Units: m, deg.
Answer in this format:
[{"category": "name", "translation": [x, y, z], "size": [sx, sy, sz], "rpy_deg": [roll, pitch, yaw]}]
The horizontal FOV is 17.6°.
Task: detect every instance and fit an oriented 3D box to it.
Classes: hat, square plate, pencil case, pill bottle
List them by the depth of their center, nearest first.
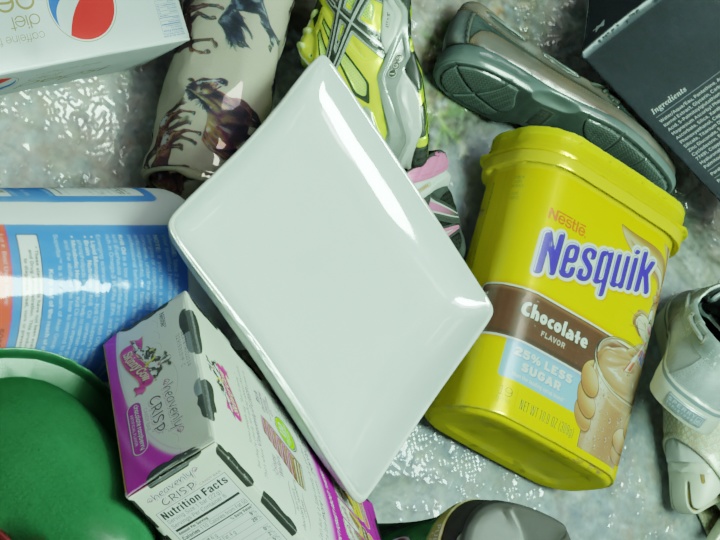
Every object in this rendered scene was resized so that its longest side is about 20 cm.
[{"category": "hat", "translation": [-0.132, 0.130, 1.171], "size": [0.165, 0.176, 0.201], "rpy_deg": [-32, 101, -31]}, {"category": "pill bottle", "translation": [-0.151, 0.009, 1.326], "size": [0.199, 0.112, 0.113], "rpy_deg": [-1, 80, -32]}, {"category": "square plate", "translation": [-0.018, 0.003, 1.358], "size": [0.199, 0.028, 0.200], "rpy_deg": [55, 41, -15]}, {"category": "pencil case", "translation": [-0.081, -0.130, 1.431], "size": [0.077, 0.090, 0.202], "rpy_deg": [11, 70, -2]}]

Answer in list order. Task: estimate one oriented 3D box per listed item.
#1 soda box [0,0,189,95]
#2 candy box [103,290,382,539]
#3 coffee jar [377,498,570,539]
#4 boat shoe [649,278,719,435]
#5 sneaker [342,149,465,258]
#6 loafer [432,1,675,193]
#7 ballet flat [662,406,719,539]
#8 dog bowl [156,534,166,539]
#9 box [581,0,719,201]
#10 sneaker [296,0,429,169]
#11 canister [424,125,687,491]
[{"category": "soda box", "translation": [-0.203, -0.140, 1.354], "size": [0.199, 0.068, 0.064], "rpy_deg": [-15, 87, -36]}, {"category": "candy box", "translation": [-0.056, 0.126, 1.270], "size": [0.200, 0.061, 0.137], "rpy_deg": [52, 12, -33]}, {"category": "coffee jar", "translation": [0.040, 0.194, 1.363], "size": [0.085, 0.200, 0.105], "rpy_deg": [22, 68, -28]}, {"category": "boat shoe", "translation": [0.241, 0.045, 1.558], "size": [0.070, 0.072, 0.201], "rpy_deg": [37, 20, -2]}, {"category": "sneaker", "translation": [0.000, 0.000, 1.457], "size": [0.199, 0.080, 0.087], "rpy_deg": [-33, 104, -32]}, {"category": "loafer", "translation": [0.141, -0.118, 1.588], "size": [0.199, 0.072, 0.063], "rpy_deg": [29, 59, -24]}, {"category": "ballet flat", "translation": [0.250, 0.167, 1.599], "size": [0.062, 0.067, 0.201], "rpy_deg": [-33, 98, -25]}, {"category": "dog bowl", "translation": [-0.169, 0.219, 1.288], "size": [0.199, 0.079, 0.202], "rpy_deg": [9, 74, -33]}, {"category": "box", "translation": [0.257, -0.147, 1.619], "size": [0.200, 0.104, 0.148], "rpy_deg": [43, 31, -20]}, {"category": "sneaker", "translation": [-0.005, -0.160, 1.440], "size": [0.076, 0.075, 0.202], "rpy_deg": [-8, 90, 3]}, {"category": "canister", "translation": [0.129, 0.028, 1.532], "size": [0.148, 0.086, 0.201], "rpy_deg": [29, 66, -31]}]
